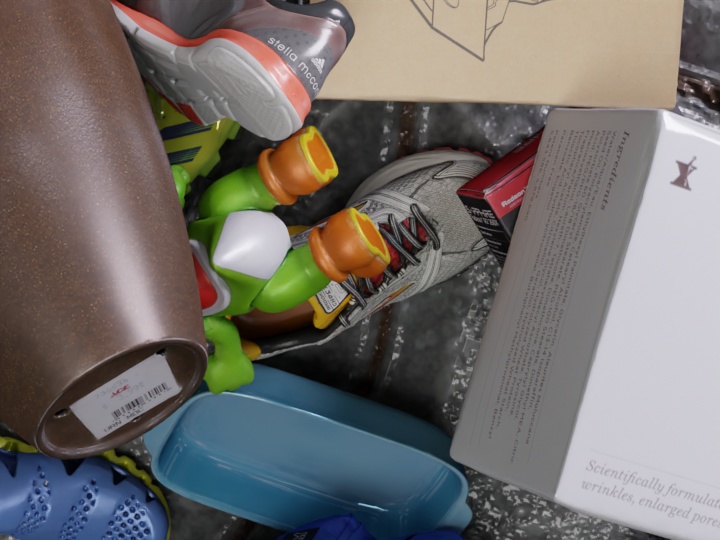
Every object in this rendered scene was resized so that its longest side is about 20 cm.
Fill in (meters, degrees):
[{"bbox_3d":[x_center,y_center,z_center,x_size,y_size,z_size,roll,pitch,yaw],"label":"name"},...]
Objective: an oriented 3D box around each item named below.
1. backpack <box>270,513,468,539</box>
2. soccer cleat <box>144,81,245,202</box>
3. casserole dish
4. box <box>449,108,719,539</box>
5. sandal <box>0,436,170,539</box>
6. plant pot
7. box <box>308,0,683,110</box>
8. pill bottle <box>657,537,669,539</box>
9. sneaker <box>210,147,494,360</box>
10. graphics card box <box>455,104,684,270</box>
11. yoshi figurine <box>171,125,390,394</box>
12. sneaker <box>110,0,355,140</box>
[{"bbox_3d":[-0.008,0.234,1.303,0.199,0.163,0.168,-21,111,29],"label":"backpack"},{"bbox_3d":[-0.131,-0.071,1.265,0.084,0.065,0.200,36,114,-20],"label":"soccer cleat"},{"bbox_3d":[-0.028,0.108,1.315,0.199,0.039,0.121,20,140,-12],"label":"casserole dish"},{"bbox_3d":[0.180,0.038,1.159,0.198,0.131,0.201,18,87,-21],"label":"box"},{"bbox_3d":[-0.212,0.137,1.352,0.199,0.087,0.080,18,111,-3],"label":"sandal"},{"bbox_3d":[-0.159,-0.015,1.101,0.187,0.187,0.200,-43,64,20],"label":"plant pot"},{"bbox_3d":[0.073,-0.167,1.172,0.199,0.021,0.164,2,102,-4],"label":"box"},{"bbox_3d":[0.219,0.193,1.307,0.200,0.113,0.113,-41,102,20],"label":"pill bottle"},{"bbox_3d":[0.000,0.000,1.272,0.199,0.082,0.078,-28,106,16],"label":"sneaker"},{"bbox_3d":[0.156,0.003,1.245,0.125,0.051,0.200,-36,105,-13],"label":"graphics card box"},{"bbox_3d":[-0.087,0.009,1.221,0.200,0.113,0.112,-32,132,10],"label":"yoshi figurine"},{"bbox_3d":[-0.067,-0.125,1.175,0.082,0.200,0.077,-46,128,-14],"label":"sneaker"}]
